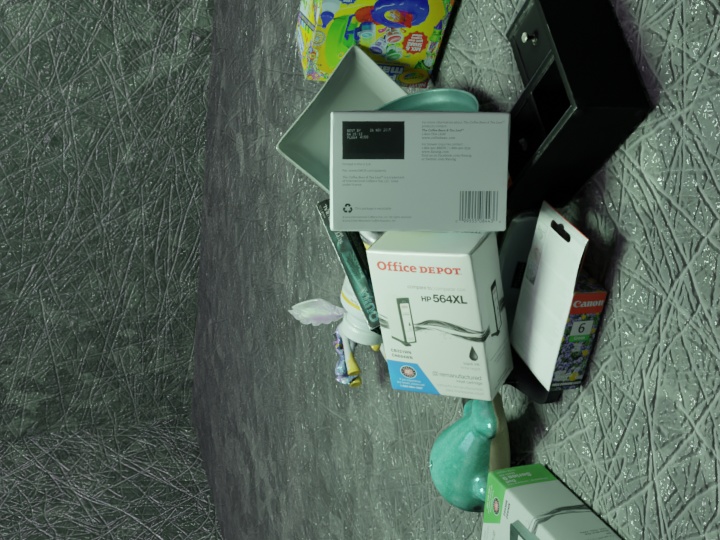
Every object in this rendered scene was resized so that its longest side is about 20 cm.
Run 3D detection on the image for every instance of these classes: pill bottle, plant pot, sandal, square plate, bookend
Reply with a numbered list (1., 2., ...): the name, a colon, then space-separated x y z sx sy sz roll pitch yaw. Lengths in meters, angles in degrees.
1. pill bottle: 0.029 0.018 1.555 0.112 0.111 0.202 -124 43 -55
2. plant pot: 0.089 -0.148 1.318 0.135 0.199 0.200 67 172 -32
3. sandal: 0.196 0.124 1.239 0.200 0.042 0.077 -166 73 -69
4. square plate: 0.002 -0.195 1.387 0.201 0.198 0.028 -54 18 -10
5. bookend: 0.213 -0.207 1.067 0.199 0.091 0.202 121 141 -58

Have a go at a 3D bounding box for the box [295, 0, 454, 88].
1. box: 0.020 -0.393 1.399 0.194 0.198 0.123 107 157 -45

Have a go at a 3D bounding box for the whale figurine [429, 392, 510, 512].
1. whale figurine: 0.148 0.240 1.258 0.201 0.103 0.160 91 176 -47

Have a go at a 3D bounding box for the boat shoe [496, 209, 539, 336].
1. boat shoe: 0.184 0.009 1.210 0.068 0.073 0.201 -110 28 -63

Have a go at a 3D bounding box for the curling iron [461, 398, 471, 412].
1. curling iron: 0.148 0.166 1.333 0.025 0.050 0.201 14 134 29

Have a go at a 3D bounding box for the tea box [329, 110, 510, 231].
1. tea box: 0.063 -0.121 1.103 0.197 0.198 0.135 -86 -3 -81

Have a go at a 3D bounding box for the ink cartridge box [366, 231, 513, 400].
1. ink cartridge box: 0.100 0.049 1.159 0.145 0.084 0.202 3 118 31

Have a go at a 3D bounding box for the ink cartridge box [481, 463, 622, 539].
1. ink cartridge box: 0.228 0.349 1.128 0.200 0.083 0.148 -140 51 -64

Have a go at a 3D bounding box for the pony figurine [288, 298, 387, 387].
1. pony figurine: -0.015 0.104 1.712 0.192 0.166 0.202 -30 57 32

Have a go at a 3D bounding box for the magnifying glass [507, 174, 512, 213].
1. magnifying glass: 0.177 -0.040 1.240 0.022 0.079 0.201 37 120 34

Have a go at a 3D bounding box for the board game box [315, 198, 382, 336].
1. board game box: 0.000 0.000 1.364 0.201 0.028 0.135 66 -172 15

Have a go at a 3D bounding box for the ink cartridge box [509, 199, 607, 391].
1. ink cartridge box: 0.238 0.029 1.101 0.109 0.050 0.202 -123 36 -55
